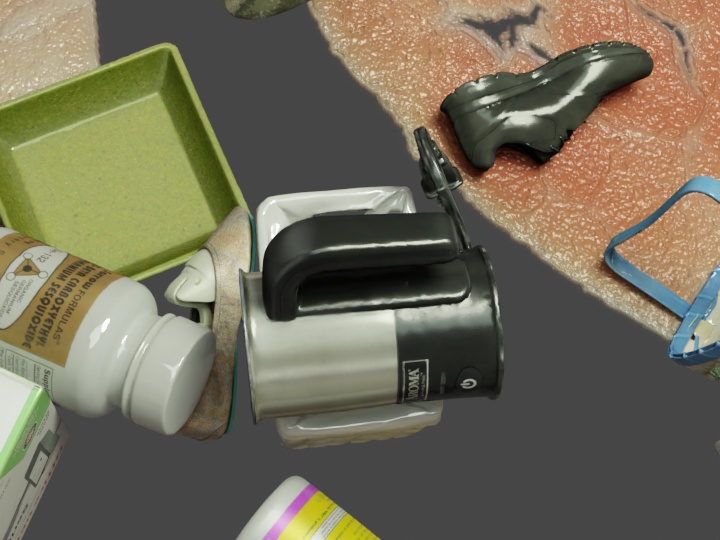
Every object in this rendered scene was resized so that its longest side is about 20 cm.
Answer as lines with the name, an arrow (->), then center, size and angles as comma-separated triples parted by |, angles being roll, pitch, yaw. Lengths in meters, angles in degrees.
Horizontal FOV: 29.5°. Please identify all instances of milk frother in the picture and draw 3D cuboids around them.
milk frother -> 0.000, 0.000, 1.043 | 0.187, 0.181, 0.200 | -5, 31, -6

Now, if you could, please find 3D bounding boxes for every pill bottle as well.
pill bottle -> -0.222, 0.052, 1.082 | 0.199, 0.114, 0.115 | 22, 73, 12
pill bottle -> -0.007, 0.262, 1.092 | 0.200, 0.104, 0.104 | 37, 75, 8

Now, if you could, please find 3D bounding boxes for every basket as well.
basket -> -0.014, 0.045, 1.148 | 0.135, 0.123, 0.201 | -5, 74, -5
basket -> 0.318, 0.013, 1.149 | 0.200, 0.176, 0.139 | 40, 66, 0

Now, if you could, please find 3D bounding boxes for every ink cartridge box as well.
ink cartridge box -> -0.300, 0.158, 1.058 | 0.084, 0.200, 0.146 | 23, 73, 1

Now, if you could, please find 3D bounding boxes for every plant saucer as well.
plant saucer -> -0.220, -0.077, 1.212 | 0.199, 0.048, 0.200 | -22, 76, -9

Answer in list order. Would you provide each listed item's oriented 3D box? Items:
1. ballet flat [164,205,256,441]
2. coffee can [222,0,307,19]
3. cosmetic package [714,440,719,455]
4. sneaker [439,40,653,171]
ballet flat -> -0.131, 0.044, 1.140 | 0.067, 0.068, 0.201 | 5, 91, -27
coffee can -> -0.106, -0.354, 1.251 | 0.146, 0.146, 0.201 | -26, 77, -10
cosmetic package -> 0.399, 0.205, 1.144 | 0.112, 0.081, 0.201 | -25, 75, -12
sneaker -> 0.176, -0.148, 1.252 | 0.199, 0.076, 0.091 | -19, 85, -1
